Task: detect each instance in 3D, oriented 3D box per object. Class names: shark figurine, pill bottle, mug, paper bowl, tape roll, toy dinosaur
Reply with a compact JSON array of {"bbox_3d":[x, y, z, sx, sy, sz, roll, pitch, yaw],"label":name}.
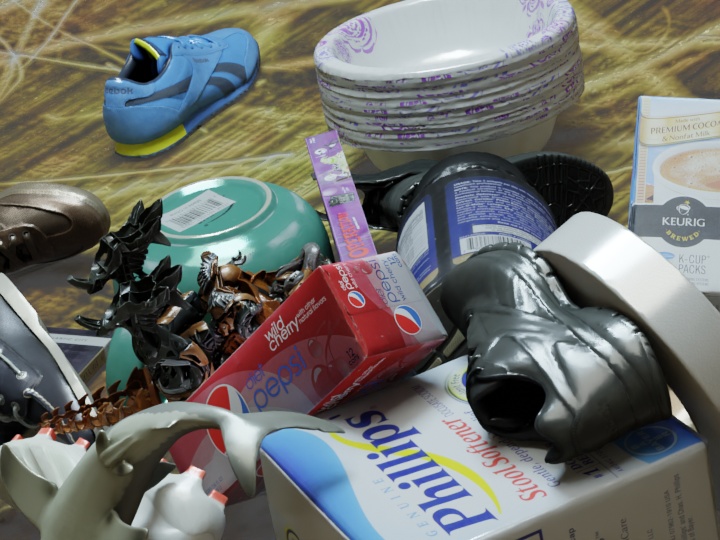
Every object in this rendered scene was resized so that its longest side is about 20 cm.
[{"bbox_3d":[-0.116,0.115,1.527,0.089,0.214,0.128,-5,56,-56],"label":"shark figurine"},{"bbox_3d":[0.080,0.002,1.758,0.111,0.112,0.200,-9,28,4],"label":"pill bottle"},{"bbox_3d":[-0.092,0.014,1.796,0.151,0.115,0.185,-8,27,6],"label":"mug"},{"bbox_3d":[0.069,-0.135,2.016,0.199,0.105,0.201,-8,22,3],"label":"paper bowl"},{"bbox_3d":[0.173,0.055,1.530,0.037,0.203,0.203,-39,35,-12],"label":"tape roll"},{"bbox_3d":[-0.108,0.043,1.658,0.200,0.136,0.102,-45,34,-12],"label":"toy dinosaur"}]

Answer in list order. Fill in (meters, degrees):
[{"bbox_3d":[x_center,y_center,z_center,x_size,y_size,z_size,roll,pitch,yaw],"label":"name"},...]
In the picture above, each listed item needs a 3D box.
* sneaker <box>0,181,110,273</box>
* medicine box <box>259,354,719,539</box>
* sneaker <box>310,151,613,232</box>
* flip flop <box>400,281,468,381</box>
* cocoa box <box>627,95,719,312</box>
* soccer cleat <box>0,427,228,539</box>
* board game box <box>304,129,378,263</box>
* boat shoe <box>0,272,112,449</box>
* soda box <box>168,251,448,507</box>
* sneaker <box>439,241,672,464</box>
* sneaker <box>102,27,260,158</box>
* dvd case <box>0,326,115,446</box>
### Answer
[{"bbox_3d":[-0.282,-0.012,1.991,0.199,0.071,0.076,-6,47,17],"label":"sneaker"},{"bbox_3d":[0.073,0.138,1.516,0.199,0.103,0.182,-21,29,-19],"label":"medicine box"},{"bbox_3d":[0.072,-0.055,1.917,0.199,0.060,0.104,-6,9,-18],"label":"sneaker"},{"bbox_3d":[0.026,0.068,1.651,0.200,0.081,0.058,-39,-15,19],"label":"flip flop"},{"bbox_3d":[0.262,-0.018,1.627,0.199,0.133,0.132,3,68,7],"label":"cocoa box"},{"bbox_3d":[-0.167,0.147,1.630,0.199,0.069,0.078,7,58,41],"label":"soccer cleat"},{"bbox_3d":[0.000,0.000,1.785,0.032,0.121,0.200,-12,27,-2],"label":"board game box"},{"bbox_3d":[-0.214,0.081,1.760,0.063,0.073,0.200,-34,47,-8],"label":"boat shoe"},{"bbox_3d":[-0.038,0.068,1.594,0.070,0.064,0.200,-12,-23,-42],"label":"soda box"},{"bbox_3d":[0.088,0.046,1.501,0.091,0.076,0.200,-31,28,-15],"label":"sneaker"},{"bbox_3d":[-0.145,-0.167,2.200,0.066,0.079,0.200,4,30,31],"label":"sneaker"},{"bbox_3d":[-0.273,0.093,1.822,0.148,0.016,0.200,3,31,26],"label":"dvd case"}]
